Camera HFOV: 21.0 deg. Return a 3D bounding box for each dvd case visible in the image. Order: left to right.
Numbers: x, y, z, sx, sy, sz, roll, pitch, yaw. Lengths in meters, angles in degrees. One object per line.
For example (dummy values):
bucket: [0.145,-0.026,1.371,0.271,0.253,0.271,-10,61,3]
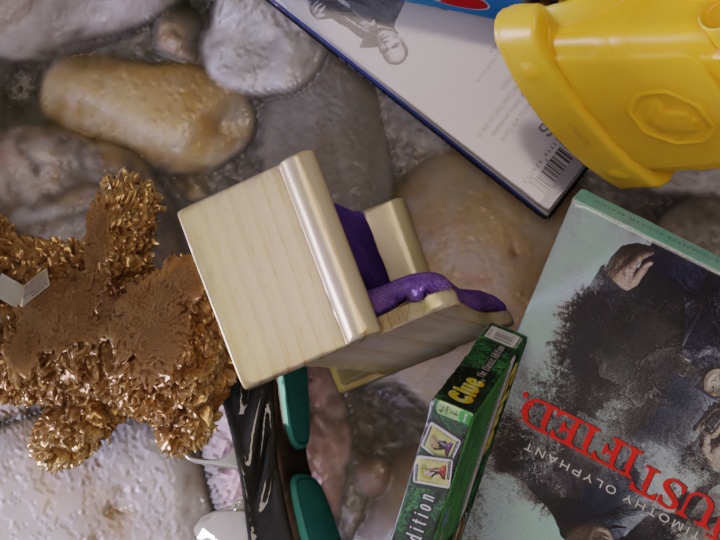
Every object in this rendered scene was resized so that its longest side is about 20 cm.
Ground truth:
dvd case: [0.061,-0.145,0.971,0.199,0.025,0.151,39,90,8]
dvd case: [0.127,0.082,0.894,0.145,0.022,0.201,28,117,12]

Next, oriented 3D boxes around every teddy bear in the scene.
teddy bear: [-0.131,0.028,0.938,0.198,0.067,0.147,-12,68,32]

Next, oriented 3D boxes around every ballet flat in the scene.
ballet flat: [-0.048,0.100,0.944,0.068,0.068,0.202,-16,72,15]

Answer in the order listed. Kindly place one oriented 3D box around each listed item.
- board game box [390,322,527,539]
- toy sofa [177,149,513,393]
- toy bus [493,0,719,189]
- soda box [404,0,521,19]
board game box: [0.027,0.131,0.872,0.023,0.105,0.202,21,111,13]
toy sofa: [0.000,0.000,0.876,0.097,0.200,0.084,-23,81,10]
toy bus: [0.180,-0.142,0.828,0.191,0.136,0.201,4,59,48]
soda box: [0.020,-0.170,0.934,0.198,0.064,0.069,12,86,7]
